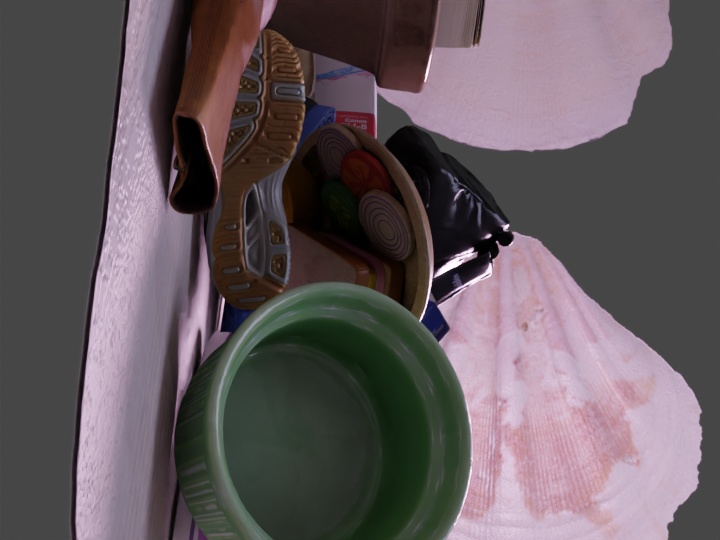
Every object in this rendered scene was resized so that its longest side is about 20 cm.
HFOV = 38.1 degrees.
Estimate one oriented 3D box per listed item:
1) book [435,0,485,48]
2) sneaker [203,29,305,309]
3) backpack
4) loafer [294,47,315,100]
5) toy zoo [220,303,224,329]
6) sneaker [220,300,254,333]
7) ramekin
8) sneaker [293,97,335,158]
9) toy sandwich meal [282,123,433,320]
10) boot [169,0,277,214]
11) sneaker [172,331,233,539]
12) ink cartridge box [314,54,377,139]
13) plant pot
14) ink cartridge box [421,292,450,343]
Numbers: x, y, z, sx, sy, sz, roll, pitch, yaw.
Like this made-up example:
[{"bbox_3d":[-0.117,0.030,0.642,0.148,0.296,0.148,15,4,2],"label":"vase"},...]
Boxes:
[{"bbox_3d":[0.087,-0.318,0.916,0.134,0.047,0.201,-94,-174,-47],"label":"book"},{"bbox_3d":[-0.090,-0.076,0.773,0.088,0.075,0.202,-151,-113,-69],"label":"sneaker"},{"bbox_3d":[0.029,-0.032,1.039,0.200,0.166,0.127,-43,-149,18],"label":"backpack"},{"bbox_3d":[-0.084,-0.232,1.056,0.068,0.075,0.202,97,-13,-56],"label":"loafer"},{"bbox_3d":[-0.047,0.051,1.077,0.020,0.199,0.132,-47,-152,40],"label":"toy zoo"},{"bbox_3d":[-0.094,0.041,0.937,0.112,0.076,0.202,100,-6,-54],"label":"sneaker"},{"bbox_3d":[-0.030,0.117,0.714,0.097,0.198,0.202,-28,-127,55],"label":"ramekin"},{"bbox_3d":[-0.092,-0.099,0.913,0.200,0.077,0.071,-53,158,-53],"label":"sneaker"},{"bbox_3d":[-0.021,-0.014,0.831,0.204,0.070,0.207,27,-55,46],"label":"toy sandwich meal"},{"bbox_3d":[-0.082,-0.160,0.573,0.189,0.068,0.202,113,-10,-58],"label":"boot"},{"bbox_3d":[-0.078,0.138,0.811,0.073,0.113,0.202,95,-4,-52],"label":"sneaker"},{"bbox_3d":[-0.054,-0.156,1.146,0.146,0.143,0.201,91,0,-48],"label":"ink cartridge box"},{"bbox_3d":[-0.021,-0.258,0.889,0.200,0.172,0.203,-176,-90,-87],"label":"plant pot"},{"bbox_3d":[0.000,0.000,0.916,0.100,0.039,0.201,-55,-128,39],"label":"ink cartridge box"}]
